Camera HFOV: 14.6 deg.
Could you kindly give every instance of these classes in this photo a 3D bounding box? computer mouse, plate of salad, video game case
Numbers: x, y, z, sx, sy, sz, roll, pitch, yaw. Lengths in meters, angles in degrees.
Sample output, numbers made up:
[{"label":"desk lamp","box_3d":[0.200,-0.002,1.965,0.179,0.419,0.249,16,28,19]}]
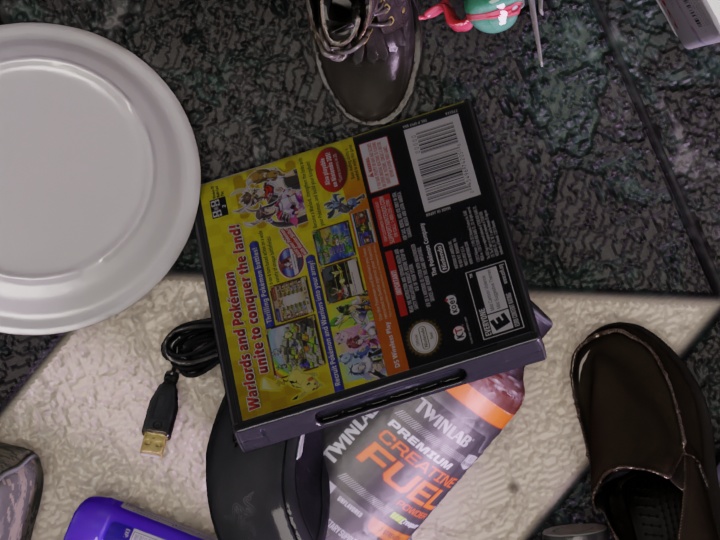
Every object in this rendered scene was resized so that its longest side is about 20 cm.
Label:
[{"label":"computer mouse","box_3d":[-0.081,0.096,1.637,0.140,0.046,0.200,-18,52,31]},{"label":"plate of salad","box_3d":[-0.196,-0.053,1.685,0.200,0.048,0.200,2,70,-6]},{"label":"video game case","box_3d":[0.000,0.000,1.634,0.181,0.200,0.026,-17,137,4]}]

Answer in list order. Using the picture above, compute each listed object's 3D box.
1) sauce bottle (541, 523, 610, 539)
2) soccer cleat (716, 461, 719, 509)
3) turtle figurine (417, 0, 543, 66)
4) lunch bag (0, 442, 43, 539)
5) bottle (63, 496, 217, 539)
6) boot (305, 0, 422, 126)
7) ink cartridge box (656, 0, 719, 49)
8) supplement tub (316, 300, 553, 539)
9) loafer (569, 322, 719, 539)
[{"label":"sauce bottle","box_3d":[0.139,0.254,1.692,0.065,0.065,0.200,-5,96,3]},{"label":"soccer cleat","box_3d":[0.241,0.128,1.672,0.068,0.073,0.200,30,96,1]},{"label":"turtle figurine","box_3d":[0.077,-0.212,1.607,0.101,0.150,0.200,-16,95,-21]},{"label":"lunch bag","box_3d":[-0.299,0.186,1.677,0.168,0.139,0.200,14,96,7]},{"label":"bottle","box_3d":[-0.089,0.206,1.700,0.200,0.065,0.084,20,96,1]},{"label":"boot","box_3d":[-0.007,-0.155,1.602,0.069,0.174,0.200,-1,112,6]},{"label":"ink cartridge box","box_3d":[0.195,-0.209,1.587,0.083,0.200,0.146,-29,93,2]},{"label":"supplement tub","box_3d":[0.024,0.084,1.665,0.107,0.107,0.200,40,96,0]},{"label":"loafer","box_3d":[0.168,0.114,1.640,0.073,0.071,0.200,-32,59,23]}]
